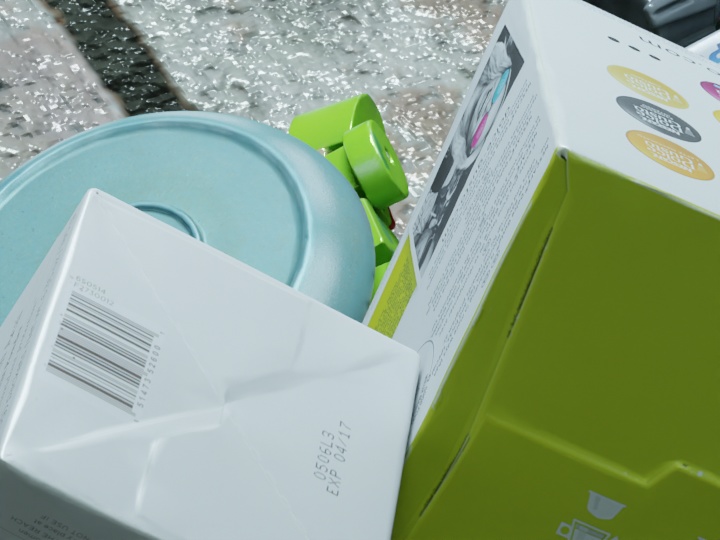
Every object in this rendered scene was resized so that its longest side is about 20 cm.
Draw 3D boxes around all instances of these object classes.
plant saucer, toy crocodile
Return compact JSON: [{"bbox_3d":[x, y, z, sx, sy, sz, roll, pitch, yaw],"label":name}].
[{"bbox_3d":[-0.093,0.003,1.048,0.199,0.027,0.201,-8,50,10],"label":"plant saucer"},{"bbox_3d":[0.000,0.000,1.087,0.067,0.062,0.200,-27,48,13],"label":"toy crocodile"}]

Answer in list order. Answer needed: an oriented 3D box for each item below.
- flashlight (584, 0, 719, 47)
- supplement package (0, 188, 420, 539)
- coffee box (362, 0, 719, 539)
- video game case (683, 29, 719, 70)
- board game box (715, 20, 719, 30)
[{"bbox_3d":[0.197,-0.149,1.192,0.200,0.068,0.068,-27,48,-30],"label":"flashlight"},{"bbox_3d":[-0.086,0.099,0.783,0.119,0.200,0.121,27,39,-13],"label":"supplement package"},{"bbox_3d":[0.106,0.052,0.851,0.199,0.200,0.198,23,19,-8],"label":"coffee box"},{"bbox_3d":[0.150,-0.043,1.005,0.182,0.200,0.022,-27,65,10],"label":"video game case"},{"bbox_3d":[0.251,-0.109,1.235,0.200,0.041,0.199,-32,57,-32],"label":"board game box"}]
